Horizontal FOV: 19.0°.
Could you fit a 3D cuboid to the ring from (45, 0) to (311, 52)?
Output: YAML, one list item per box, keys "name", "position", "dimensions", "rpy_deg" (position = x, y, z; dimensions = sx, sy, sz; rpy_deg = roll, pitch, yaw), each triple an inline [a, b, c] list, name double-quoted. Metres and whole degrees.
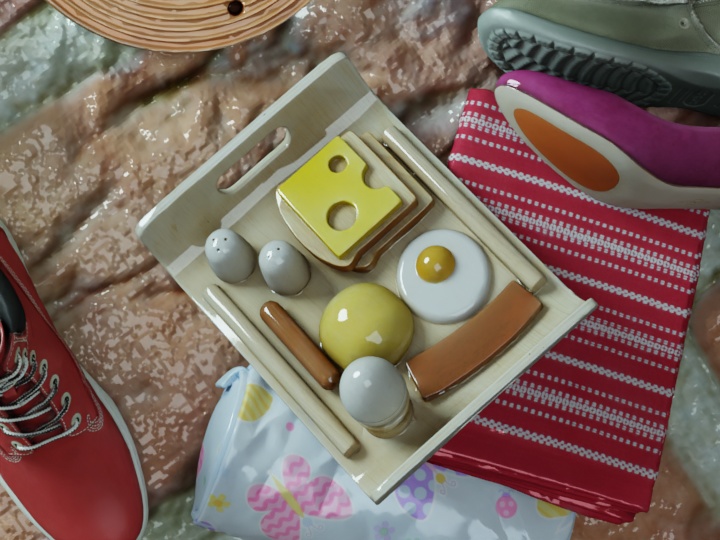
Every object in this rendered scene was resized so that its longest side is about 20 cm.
- name: "ring"
  position: [-0.092, -0.211, 1.089]
  dimensions: [0.199, 0.019, 0.202]
  rpy_deg: [-1, 99, -7]

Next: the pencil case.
- name: "pencil case"
  position: [0.012, 0.115, 1.116]
  dimensions: [0.199, 0.083, 0.091]
  rpy_deg: [17, 100, -8]

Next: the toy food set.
- name: "toy food set"
  position: [0.000, 0.000, 1.064]
  dimensions: [0.143, 0.060, 0.200]
  rpy_deg: [-41, 66, -4]

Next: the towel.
- name: "towel"
  position: [0.099, 0.018, 1.108]
  dimensions: [0.144, 0.022, 0.201]
  rpy_deg: [17, 73, -7]

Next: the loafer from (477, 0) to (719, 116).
- name: "loafer"
  position: [0.155, -0.123, 1.109]
  dimensions: [0.199, 0.075, 0.070]
  rpy_deg: [9, 75, -16]

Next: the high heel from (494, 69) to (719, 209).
- name: "high heel"
  position: [0.166, -0.072, 1.102]
  dimensions: [0.199, 0.067, 0.097]
  rpy_deg: [30, 71, -13]

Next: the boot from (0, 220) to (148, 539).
- name: "boot"
  position: [-0.166, 0.069, 1.061]
  dimensions: [0.072, 0.144, 0.201]
  rpy_deg: [-27, 102, -3]
